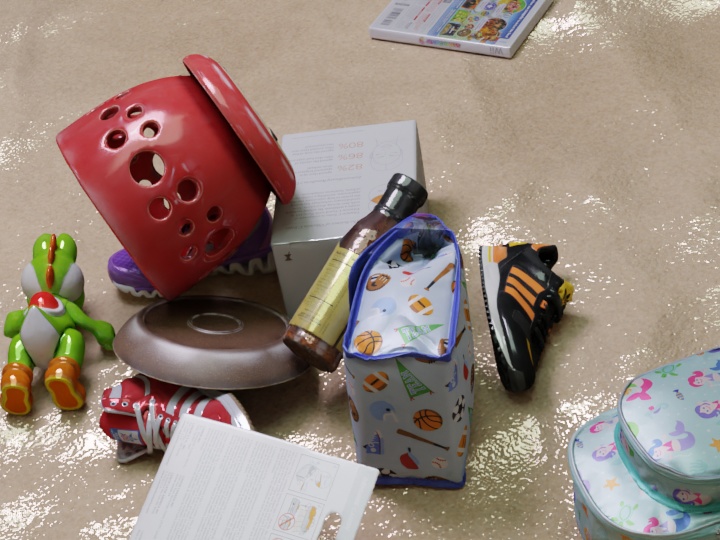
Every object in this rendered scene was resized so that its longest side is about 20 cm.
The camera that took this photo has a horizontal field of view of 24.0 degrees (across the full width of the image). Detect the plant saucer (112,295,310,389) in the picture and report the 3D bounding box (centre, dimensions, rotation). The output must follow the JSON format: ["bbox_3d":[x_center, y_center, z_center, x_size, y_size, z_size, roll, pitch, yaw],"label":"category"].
[{"bbox_3d":[-0.143,0.064,1.663,0.197,0.033,0.200,5,18,-2],"label":"plant saucer"}]

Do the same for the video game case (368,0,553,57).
[{"bbox_3d":[0.129,-0.327,2.155,0.198,0.018,0.144,12,43,27],"label":"video game case"}]

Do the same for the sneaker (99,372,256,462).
[{"bbox_3d":[-0.174,0.151,1.593,0.112,0.072,0.200,-25,32,-23],"label":"sneaker"}]

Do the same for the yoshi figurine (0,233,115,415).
[{"bbox_3d":[-0.317,0.059,1.749,0.112,0.112,0.202,-36,41,37],"label":"yoshi figurine"}]

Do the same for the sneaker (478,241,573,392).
[{"bbox_3d":[0.167,0.035,1.652,0.089,0.071,0.201,-11,36,5],"label":"sneaker"}]

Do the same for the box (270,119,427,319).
[{"bbox_3d":[-0.008,-0.053,1.776,0.150,0.107,0.201,-5,38,7],"label":"box"}]

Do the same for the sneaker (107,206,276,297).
[{"bbox_3d":[-0.178,-0.035,1.812,0.198,0.089,0.081,-13,39,0],"label":"sneaker"}]

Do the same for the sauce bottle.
[{"bbox_3d":[0.000,0.000,1.626,0.066,0.066,0.201,22,71,35],"label":"sauce bottle"}]

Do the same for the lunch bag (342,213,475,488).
[{"bbox_3d":[0.047,0.071,1.561,0.122,0.171,0.201,3,41,10],"label":"lunch bag"}]

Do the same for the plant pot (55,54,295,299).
[{"bbox_3d":[-0.178,-0.103,1.686,0.182,0.201,0.201,-37,42,-4],"label":"plant pot"}]

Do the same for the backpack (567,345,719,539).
[{"bbox_3d":[0.274,0.170,1.407,0.198,0.152,0.178,-20,40,-4],"label":"backpack"}]

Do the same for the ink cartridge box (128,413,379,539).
[{"bbox_3d":[-0.094,0.224,1.464,0.198,0.050,0.164,14,68,20],"label":"ink cartridge box"}]
